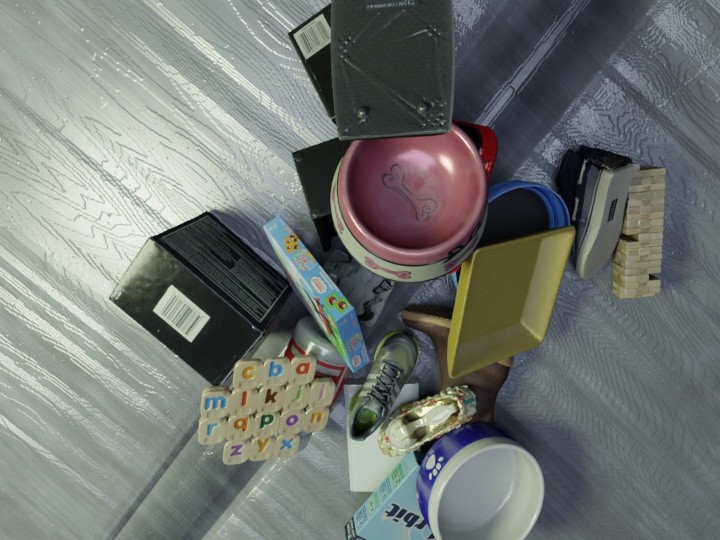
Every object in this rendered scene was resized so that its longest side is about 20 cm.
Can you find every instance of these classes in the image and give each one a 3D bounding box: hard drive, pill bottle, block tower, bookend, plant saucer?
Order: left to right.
[{"bbox_3d":[-0.088,0.188,0.879,0.110,0.112,0.204,24,104,-1],"label":"pill bottle"},{"bbox_3d":[0.017,-0.120,0.763,0.194,0.200,0.094,-19,80,-4],"label":"bookend"},{"bbox_3d":[0.041,0.289,0.936,0.128,0.026,0.206,-2,102,6],"label":"hard drive"},{"bbox_3d":[0.035,-0.241,0.576,0.131,0.042,0.206,-2,86,9],"label":"hard drive"},{"bbox_3d":[0.202,0.035,0.758,0.196,0.048,0.205,-12,123,-29],"label":"plant saucer"},{"bbox_3d":[0.418,-0.060,0.805,0.056,0.054,0.206,-5,103,5],"label":"block tower"}]

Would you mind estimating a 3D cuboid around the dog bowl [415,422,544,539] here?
[{"bbox_3d":[0.190,0.354,0.857,0.195,0.079,0.206,-4,102,-18],"label":"dog bowl"}]

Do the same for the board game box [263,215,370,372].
[{"bbox_3d":[-0.063,0.035,0.778,0.036,0.153,0.201,-32,56,-12],"label":"board game box"}]

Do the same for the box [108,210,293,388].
[{"bbox_3d":[-0.226,0.035,0.811,0.199,0.199,0.124,41,107,-6],"label":"box"}]

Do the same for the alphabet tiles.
[{"bbox_3d":[-0.136,0.205,0.787,0.195,0.015,0.200,0,120,-23],"label":"alphabet tiles"}]

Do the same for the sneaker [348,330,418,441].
[{"bbox_3d":[0.036,0.190,0.852,0.072,0.081,0.204,23,109,0],"label":"sneaker"}]

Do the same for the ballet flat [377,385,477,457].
[{"bbox_3d":[0.096,0.243,0.859,0.199,0.064,0.077,-37,71,21],"label":"ballet flat"}]

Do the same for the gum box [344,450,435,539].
[{"bbox_3d":[0.095,0.425,0.931,0.168,0.045,0.202,32,104,-21],"label":"gum box"}]

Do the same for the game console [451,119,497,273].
[{"bbox_3d":[0.113,-0.113,0.770,0.030,0.177,0.205,8,105,-27],"label":"game console"}]

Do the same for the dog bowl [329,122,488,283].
[{"bbox_3d":[0.059,-0.092,0.621,0.194,0.074,0.206,0,81,1],"label":"dog bowl"}]

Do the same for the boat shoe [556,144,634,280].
[{"bbox_3d":[0.338,-0.090,0.804,0.073,0.093,0.204,-18,129,-24],"label":"boat shoe"}]

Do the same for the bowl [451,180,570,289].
[{"bbox_3d":[0.218,-0.037,0.795,0.196,0.040,0.205,-10,121,-17],"label":"bowl"}]

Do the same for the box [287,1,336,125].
[{"bbox_3d":[0.019,-0.262,0.708,0.146,0.200,0.126,-29,83,12],"label":"box"}]

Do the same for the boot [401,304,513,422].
[{"bbox_3d":[0.146,0.154,0.870,0.195,0.072,0.171,14,103,0],"label":"boot"}]

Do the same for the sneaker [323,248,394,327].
[{"bbox_3d":[0.000,0.000,0.815,0.113,0.076,0.202,27,139,4],"label":"sneaker"}]
